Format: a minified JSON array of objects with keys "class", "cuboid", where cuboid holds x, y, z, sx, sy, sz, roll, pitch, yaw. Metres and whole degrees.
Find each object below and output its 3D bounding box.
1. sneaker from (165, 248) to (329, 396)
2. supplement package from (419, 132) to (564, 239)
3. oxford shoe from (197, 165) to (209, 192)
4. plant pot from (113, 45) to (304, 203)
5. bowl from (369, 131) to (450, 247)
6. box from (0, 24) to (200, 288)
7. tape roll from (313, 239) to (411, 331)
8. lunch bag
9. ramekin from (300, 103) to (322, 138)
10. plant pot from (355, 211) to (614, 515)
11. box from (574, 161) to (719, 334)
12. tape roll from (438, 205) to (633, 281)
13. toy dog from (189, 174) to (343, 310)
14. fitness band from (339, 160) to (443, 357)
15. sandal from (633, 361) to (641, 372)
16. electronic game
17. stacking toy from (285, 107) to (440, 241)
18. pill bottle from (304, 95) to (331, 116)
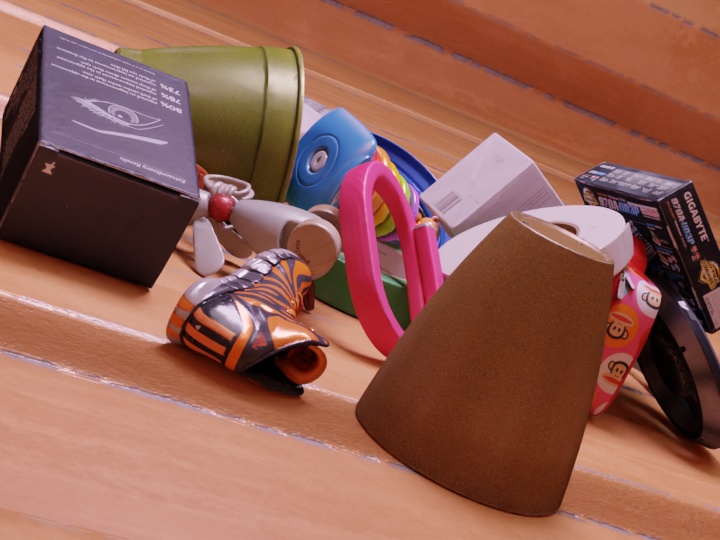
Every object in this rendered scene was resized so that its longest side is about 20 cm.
[{"class":"sneaker","cuboid":[-0.067,0.049,1.245,0.112,0.078,0.200,32,25,14]},{"class":"supplement package","cuboid":[0.182,-0.033,1.757,0.200,0.120,0.121,50,0,-26]},{"class":"oxford shoe","cuboid":[-0.234,-0.098,1.510,0.199,0.072,0.073,10,15,-47]},{"class":"plant pot","cuboid":[-0.178,-0.155,1.629,0.191,0.202,0.200,8,17,-16]},{"class":"bowl","cuboid":[0.032,-0.089,1.888,0.200,0.039,0.201,28,34,-21]},{"class":"box","cuboid":[-0.229,-0.101,1.328,0.147,0.105,0.201,20,32,-22]},{"class":"tape roll","cuboid":[0.000,0.000,1.608,0.199,0.048,0.201,24,12,-5]},{"class":"lunch bag","cuboid":[0.244,0.042,1.603,0.082,0.177,0.200,27,10,-12]},{"class":"ramekin","cuboid":[-0.145,-0.169,1.880,0.201,0.095,0.203,20,17,-6]},{"class":"plant pot","cuboid":[0.119,0.061,1.235,0.185,0.201,0.186,23,12,-5]},{"class":"box","cuboid":[0.316,-0.028,1.640,0.160,0.046,0.200,65,-12,-16]},{"class":"tape roll","cuboid":[0.173,-0.015,1.547,0.201,0.037,0.203,-13,18,4]},{"class":"toy dog","cuboid":[-0.102,-0.021,1.461,0.199,0.097,0.132,17,15,28]},{"class":"fitness band","cuboid":[0.032,-0.007,1.459,0.143,0.037,0.201,27,50,-57]},{"class":"sandal","cuboid":[0.368,0.109,1.801,0.069,0.078,0.212,10,13,-31]},{"class":"electronic game","cuboid":[0.337,0.095,1.623,0.041,0.201,0.200,-22,26,-8]},{"class":"stacking toy","cuboid":[0.019,-0.072,1.652,0.200,0.116,0.110,33,10,-39]},{"class":"pill bottle","cuboid":[-0.087,-0.175,2.015,0.199,0.110,0.109,30,13,20]}]
